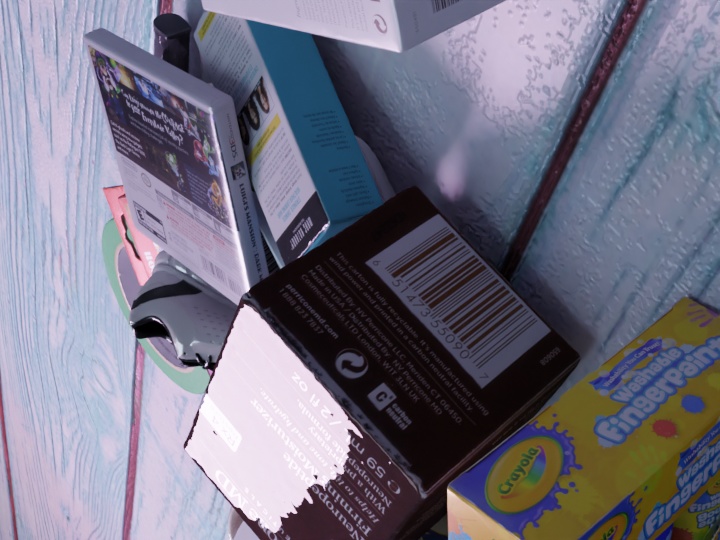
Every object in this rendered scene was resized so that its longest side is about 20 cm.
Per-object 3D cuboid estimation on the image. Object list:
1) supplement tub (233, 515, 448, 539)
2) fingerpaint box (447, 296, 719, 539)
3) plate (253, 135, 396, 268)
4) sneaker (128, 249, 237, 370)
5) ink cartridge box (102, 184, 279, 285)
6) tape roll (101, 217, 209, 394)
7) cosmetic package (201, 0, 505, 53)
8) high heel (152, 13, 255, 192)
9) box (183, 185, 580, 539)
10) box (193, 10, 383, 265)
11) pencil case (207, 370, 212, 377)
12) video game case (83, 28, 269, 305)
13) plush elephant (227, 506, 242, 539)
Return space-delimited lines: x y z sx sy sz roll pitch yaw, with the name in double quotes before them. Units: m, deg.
"supplement tub" 0.007 0.251 0.958 0.144 0.198 0.147 -23 59 45
"fingerpaint box" 0.141 0.139 0.687 0.073 0.199 0.169 32 141 37
"plate" 0.000 0.000 0.956 0.199 0.032 0.201 -16 103 60
"sneaker" -0.106 0.061 1.028 0.198 0.080 0.074 25 153 19
"ink cartridge box" -0.164 -0.028 1.111 0.198 0.050 0.110 -4 113 38
"tape roll" -0.193 0.028 1.270 0.200 0.048 0.202 39 145 34
"cosmetic package" -0.010 -0.192 0.727 0.199 0.101 0.072 22 134 47
"high heel" -0.122 -0.098 1.016 0.201 0.071 0.144 56 151 33
"box" 0.008 0.089 0.826 0.166 0.164 0.201 45 142 14
"box" -0.053 -0.108 0.873 0.082 0.049 0.202 -45 64 56
"pencil case" -0.090 0.113 1.102 0.201 0.086 0.083 59 171 31
"video game case" -0.142 -0.078 0.961 0.199 0.023 0.184 32 141 45
"plush elephant" -0.039 0.263 1.160 0.200 0.163 0.156 -47 33 28
